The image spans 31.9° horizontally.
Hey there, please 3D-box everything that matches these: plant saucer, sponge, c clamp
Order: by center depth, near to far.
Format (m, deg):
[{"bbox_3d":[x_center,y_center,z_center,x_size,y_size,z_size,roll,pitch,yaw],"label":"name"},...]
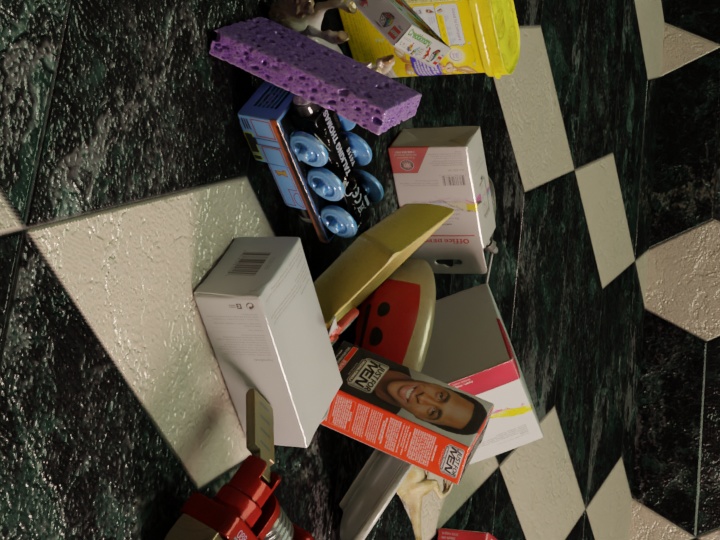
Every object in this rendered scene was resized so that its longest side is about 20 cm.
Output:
[{"bbox_3d":[-0.044,-0.203,1.293,0.112,0.199,0.030,-40,154,-62],"label":"sponge"},{"bbox_3d":[0.000,0.000,1.457,0.048,0.200,0.200,47,28,4],"label":"plant saucer"},{"bbox_3d":[0.022,0.260,1.559,0.201,0.050,0.200,-57,175,-8],"label":"plant saucer"},{"bbox_3d":[0.194,-0.086,2.032,0.200,0.027,0.172,49,47,-57],"label":"c clamp"}]

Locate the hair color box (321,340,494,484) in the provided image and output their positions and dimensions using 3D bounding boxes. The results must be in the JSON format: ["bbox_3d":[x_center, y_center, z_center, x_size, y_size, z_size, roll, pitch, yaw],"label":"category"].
[{"bbox_3d":[0.046,0.164,1.482,0.102,0.199,0.061,-49,158,-56],"label":"hair color box"}]

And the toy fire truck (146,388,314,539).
[{"bbox_3d":[-0.104,0.238,1.243,0.200,0.128,0.176,-54,142,-22],"label":"toy fire truck"}]

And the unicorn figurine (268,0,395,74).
[{"bbox_3d":[-0.036,-0.228,1.410,0.074,0.137,0.201,-47,119,-42],"label":"unicorn figurine"}]

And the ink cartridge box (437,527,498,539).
[{"bbox_3d":[0.163,0.506,1.908,0.144,0.083,0.201,47,48,-59],"label":"ink cartridge box"}]

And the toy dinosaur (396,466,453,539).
[{"bbox_3d":[0.079,0.301,1.772,0.101,0.058,0.201,-2,85,-51],"label":"toy dinosaur"}]

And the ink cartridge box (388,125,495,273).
[{"bbox_3d":[0.118,-0.096,1.750,0.068,0.116,0.201,-56,141,-52],"label":"ink cartridge box"}]

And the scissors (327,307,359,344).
[{"bbox_3d":[-0.036,0.074,1.422,0.073,0.014,0.200,-46,177,5],"label":"scissors"}]

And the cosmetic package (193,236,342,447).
[{"bbox_3d":[-0.092,0.075,1.323,0.113,0.081,0.201,-57,142,-50],"label":"cosmetic package"}]

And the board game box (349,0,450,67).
[{"bbox_3d":[0.009,-0.320,1.438,0.200,0.035,0.126,49,16,18],"label":"board game box"}]

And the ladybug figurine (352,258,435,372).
[{"bbox_3d":[0.038,0.077,1.587,0.072,0.136,0.201,16,73,-20],"label":"ladybug figurine"}]

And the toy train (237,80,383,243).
[{"bbox_3d":[-0.050,-0.118,1.366,0.087,0.114,0.200,-53,141,-29],"label":"toy train"}]

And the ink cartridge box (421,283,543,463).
[{"bbox_3d":[0.150,0.150,1.744,0.200,0.144,0.146,63,9,-46],"label":"ink cartridge box"}]

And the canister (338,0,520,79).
[{"bbox_3d":[0.084,-0.310,1.561,0.087,0.199,0.149,-65,147,-43],"label":"canister"}]
